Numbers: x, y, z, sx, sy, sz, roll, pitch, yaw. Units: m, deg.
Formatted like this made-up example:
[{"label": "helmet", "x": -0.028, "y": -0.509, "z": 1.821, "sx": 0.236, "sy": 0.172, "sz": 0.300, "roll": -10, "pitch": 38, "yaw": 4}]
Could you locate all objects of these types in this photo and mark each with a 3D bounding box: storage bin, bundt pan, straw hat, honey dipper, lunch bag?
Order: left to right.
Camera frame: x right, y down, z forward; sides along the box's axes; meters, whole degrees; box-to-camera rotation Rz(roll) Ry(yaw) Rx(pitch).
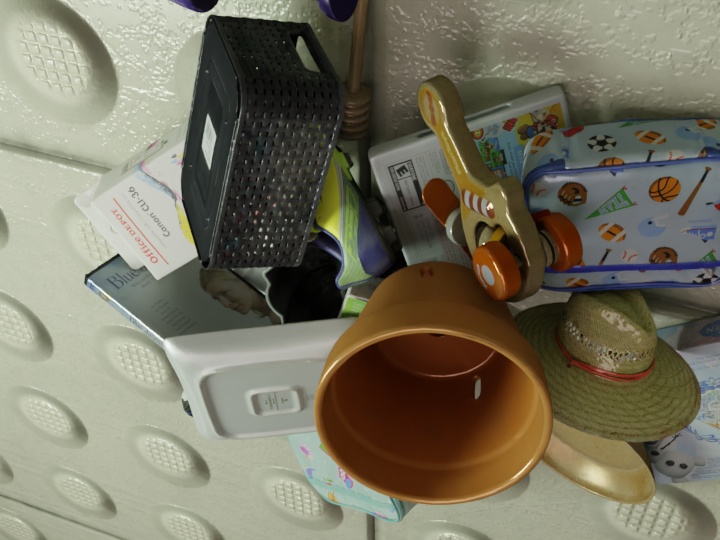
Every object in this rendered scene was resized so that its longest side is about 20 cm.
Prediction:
[{"label": "storage bin", "x": -0.096, "y": -0.112, "z": 0.820, "sx": 0.093, "sy": 0.136, "sz": 0.201, "roll": -2, "pitch": 134, "yaw": -24}, {"label": "lunch bag", "x": -0.008, "y": 0.224, "z": 1.120, "sx": 0.199, "sy": 0.077, "sz": 0.162, "roll": 4, "pitch": 119, "yaw": 52}, {"label": "honey dipper", "x": -0.003, "y": -0.208, "z": 0.820, "sx": 0.038, "sy": 0.038, "sz": 0.201, "roll": 17, "pitch": 136, "yaw": 11}, {"label": "bundt pan", "x": 0.000, "y": 0.000, "z": 0.975, "sx": 0.199, "sy": 0.076, "sz": 0.203, "roll": 5, "pitch": 131, "yaw": 6}, {"label": "straw hat", "x": 0.230, "y": 0.058, "z": 0.847, "sx": 0.199, "sy": 0.201, "sz": 0.086, "roll": 16, "pitch": 125, "yaw": 12}, {"label": "lunch bag", "x": 0.239, "y": -0.049, "z": 0.798, "sx": 0.198, "sy": 0.076, "sz": 0.161, "roll": -1, "pitch": 130, "yaw": 10}]

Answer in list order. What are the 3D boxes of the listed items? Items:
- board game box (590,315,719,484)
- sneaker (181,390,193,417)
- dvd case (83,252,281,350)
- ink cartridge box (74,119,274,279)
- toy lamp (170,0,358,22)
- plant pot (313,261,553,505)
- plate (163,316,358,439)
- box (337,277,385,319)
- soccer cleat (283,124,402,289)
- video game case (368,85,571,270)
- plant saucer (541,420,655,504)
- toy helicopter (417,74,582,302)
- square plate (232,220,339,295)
[{"label": "board game box", "x": 0.367, "y": 0.141, "z": 0.964, "sx": 0.199, "sy": 0.044, "sz": 0.199, "roll": -18, "pitch": 122, "yaw": 39}, {"label": "sneaker", "x": -0.141, "y": 0.126, "z": 1.073, "sx": 0.075, "sy": 0.199, "sz": 0.078, "roll": -16, "pitch": 84, "yaw": 30}, {"label": "dvd case", "x": -0.197, "y": 0.034, "z": 1.049, "sx": 0.199, "sy": 0.143, "sz": 0.018, "roll": 36, "pitch": 135, "yaw": 11}, {"label": "ink cartridge box", "x": -0.201, "y": -0.073, "z": 0.971, "sx": 0.199, "sy": 0.068, "sz": 0.117, "roll": -30, "pitch": 117, "yaw": 12}, {"label": "toy lamp", "x": -0.097, "y": -0.252, "z": 0.799, "sx": 0.198, "sy": 0.058, "sz": 0.059, "roll": 15, "pitch": 138, "yaw": 27}, {"label": "plant pot", "x": 0.067, "y": 0.087, "z": 0.805, "sx": 0.198, "sy": 0.141, "sz": 0.202, "roll": 4, "pitch": 125, "yaw": 6}, {"label": "plate", "x": -0.088, "y": 0.124, "z": 0.943, "sx": 0.198, "sy": 0.033, "sz": 0.200, "roll": -6, "pitch": 142, "yaw": -1}, {"label": "box", "x": 0.038, "y": 0.086, "z": 0.951, "sx": 0.143, "sy": 0.037, "sz": 0.201, "roll": 17, "pitch": 145, "yaw": -4}, {"label": "soccer cleat", "x": -0.037, "y": -0.073, "z": 0.861, "sx": 0.083, "sy": 0.201, "sz": 0.065, "roll": -32, "pitch": 157, "yaw": 2}, {"label": "video game case", "x": 0.121, "y": -0.057, "z": 0.860, "sx": 0.180, "sy": 0.023, "sz": 0.201, "roll": -17, "pitch": 125, "yaw": 7}, {"label": "plant saucer", "x": 0.253, "y": 0.190, "z": 1.043, "sx": 0.199, "sy": 0.035, "sz": 0.201, "roll": 33, "pitch": 155, "yaw": 17}, {"label": "toy helicopter", "x": 0.097, "y": -0.068, "z": 0.771, "sx": 0.202, "sy": 0.078, "sz": 0.132, "roll": 66, "pitch": 164, "yaw": 1}, {"label": "square plate", "x": -0.080, "y": 0.045, "z": 1.117, "sx": 0.197, "sy": 0.029, "sz": 0.200, "roll": 36, "pitch": 138, "yaw": -8}]
